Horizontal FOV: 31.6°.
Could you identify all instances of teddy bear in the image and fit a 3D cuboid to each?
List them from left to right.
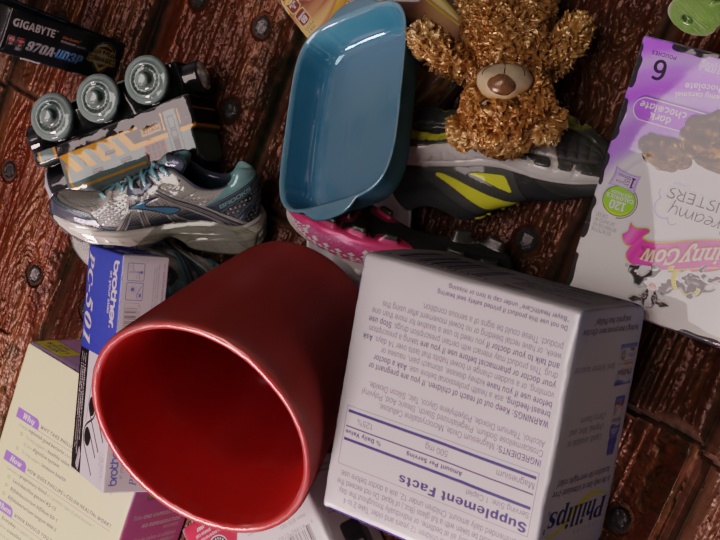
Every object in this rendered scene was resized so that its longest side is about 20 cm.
[{"bbox_3d":[0.112,-0.185,0.988,0.144,0.067,0.201,24,62,-2],"label":"teddy bear"}]

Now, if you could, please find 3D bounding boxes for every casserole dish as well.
[{"bbox_3d":[-0.005,-0.125,1.022,0.121,0.039,0.201,-13,61,37],"label":"casserole dish"}]

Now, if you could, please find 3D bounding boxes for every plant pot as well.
[{"bbox_3d":[-0.088,0.079,1.033,0.199,0.177,0.201,14,126,20],"label":"plant pot"}]

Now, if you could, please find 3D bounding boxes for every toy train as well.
[{"bbox_3d":[-0.226,-0.130,1.216,0.199,0.085,0.115,-18,86,16],"label":"toy train"}]

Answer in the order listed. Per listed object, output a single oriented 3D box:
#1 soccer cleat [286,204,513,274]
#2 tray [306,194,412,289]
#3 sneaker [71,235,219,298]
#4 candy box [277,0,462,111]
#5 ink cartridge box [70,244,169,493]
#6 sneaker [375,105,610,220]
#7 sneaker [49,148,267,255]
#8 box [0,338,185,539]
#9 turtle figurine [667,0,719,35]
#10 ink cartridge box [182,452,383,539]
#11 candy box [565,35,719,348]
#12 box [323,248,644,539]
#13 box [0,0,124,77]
[{"bbox_3d":[0.027,-0.003,1.054,0.199,0.070,0.087,19,123,12],"label":"soccer cleat"},{"bbox_3d":[0.000,0.000,1.123,0.107,0.022,0.201,3,91,30],"label":"tray"},{"bbox_3d":[-0.211,-0.009,1.203,0.199,0.086,0.078,26,103,30],"label":"sneaker"},{"bbox_3d":[0.015,-0.223,1.099,0.115,0.055,0.200,-46,67,23],"label":"candy box"},{"bbox_3d":[-0.209,0.082,1.099,0.094,0.044,0.201,12,97,60],"label":"ink cartridge box"},{"bbox_3d":[0.112,-0.082,1.038,0.199,0.075,0.085,11,135,17],"label":"sneaker"},{"bbox_3d":[-0.184,-0.072,1.162,0.199,0.078,0.087,2,119,-2],"label":"sneaker"},{"bbox_3d":[-0.256,0.193,1.230,0.175,0.096,0.201,25,102,29],"label":"box"},{"bbox_3d":[0.307,-0.224,0.847,0.199,0.144,0.194,21,68,37],"label":"turtle figurine"},{"bbox_3d":[-0.046,0.282,1.109,0.145,0.083,0.201,-33,73,26],"label":"ink cartridge box"},{"bbox_3d":[0.263,-0.051,0.935,0.167,0.071,0.201,21,100,29],"label":"candy box"},{"bbox_3d":[0.088,0.101,0.931,0.183,0.105,0.201,16,100,35],"label":"box"},{"bbox_3d":[-0.361,-0.249,1.266,0.199,0.159,0.046,25,99,29],"label":"box"}]
